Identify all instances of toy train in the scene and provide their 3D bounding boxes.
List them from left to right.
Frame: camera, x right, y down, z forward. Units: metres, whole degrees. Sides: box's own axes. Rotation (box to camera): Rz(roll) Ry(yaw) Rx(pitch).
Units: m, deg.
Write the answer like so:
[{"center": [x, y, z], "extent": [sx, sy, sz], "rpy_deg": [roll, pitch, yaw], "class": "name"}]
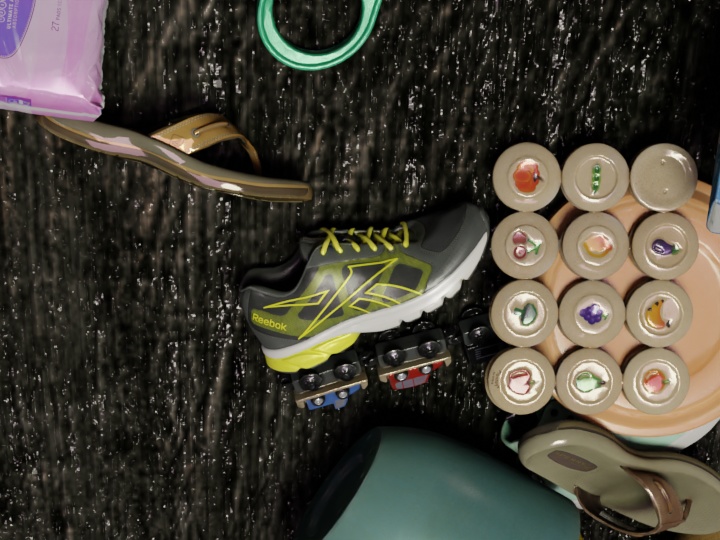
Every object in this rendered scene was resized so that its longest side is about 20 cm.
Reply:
[{"center": [0.036, 0.068, 1.096], "extent": [0.199, 0.034, 0.046], "rpy_deg": [-15, 129, -1], "class": "toy train"}]

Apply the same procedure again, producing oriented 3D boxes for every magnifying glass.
[{"center": [0.008, -0.219, 0.958], "extent": [0.080, 0.022, 0.200], "rpy_deg": [39, 107, -22], "class": "magnifying glass"}]

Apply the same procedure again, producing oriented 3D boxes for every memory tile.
[{"center": [0.169, 0.007, 1.032], "extent": [0.153, 0.017, 0.201], "rpy_deg": [1, 94, -1], "class": "memory tile"}]

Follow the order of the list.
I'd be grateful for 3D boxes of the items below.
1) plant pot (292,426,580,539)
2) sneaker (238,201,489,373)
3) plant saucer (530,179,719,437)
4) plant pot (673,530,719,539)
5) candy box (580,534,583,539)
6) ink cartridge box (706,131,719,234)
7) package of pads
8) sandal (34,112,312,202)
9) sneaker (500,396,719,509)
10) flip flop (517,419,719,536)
[{"center": [0.044, 0.214, 1.083], "extent": [0.161, 0.201, 0.201], "rpy_deg": [36, 107, -8], "class": "plant pot"}, {"center": [0.000, 0.000, 1.032], "extent": [0.200, 0.075, 0.085], "rpy_deg": [-31, 115, 8], "class": "sneaker"}, {"center": [0.217, 0.026, 1.058], "extent": [0.200, 0.032, 0.201], "rpy_deg": [0, 94, -2], "class": "plant saucer"}, {"center": [0.310, 0.301, 1.178], "extent": [0.186, 0.186, 0.201], "rpy_deg": [3, 102, -9], "class": "plant pot"}, {"center": [0.148, 0.274, 1.117], "extent": [0.026, 0.200, 0.102], "rpy_deg": [32, 108, -18], "class": "candy box"}, {"center": [0.317, -0.120, 0.936], "extent": [0.144, 0.085, 0.201], "rpy_deg": [9, 78, 13], "class": "ink cartridge box"}, {"center": [-0.255, -0.168, 0.896], "extent": [0.199, 0.076, 0.121], "rpy_deg": [7, 84, -12], "class": "package of pads"}, {"center": [-0.123, -0.090, 0.980], "extent": [0.199, 0.080, 0.054], "rpy_deg": [19, 91, -12], "class": "sandal"}, {"center": [0.202, 0.096, 1.103], "extent": [0.118, 0.074, 0.200], "rpy_deg": [36, 109, -28], "class": "sneaker"}, {"center": [0.203, 0.169, 1.074], "extent": [0.200, 0.058, 0.081], "rpy_deg": [26, 132, -30], "class": "flip flop"}]
